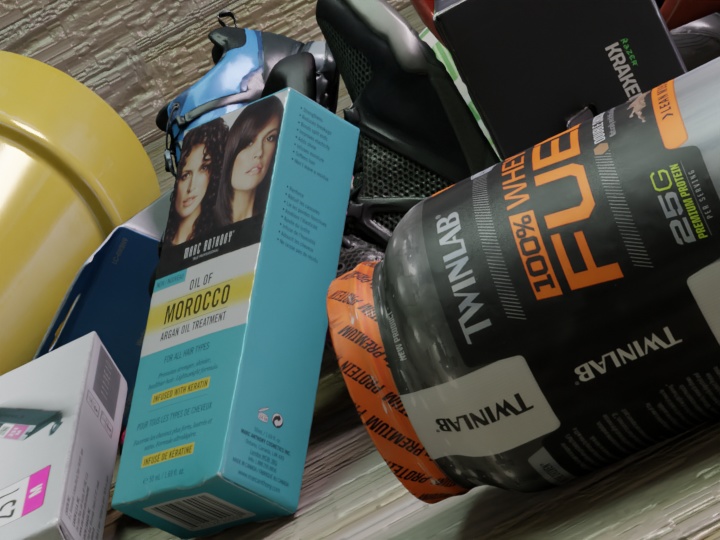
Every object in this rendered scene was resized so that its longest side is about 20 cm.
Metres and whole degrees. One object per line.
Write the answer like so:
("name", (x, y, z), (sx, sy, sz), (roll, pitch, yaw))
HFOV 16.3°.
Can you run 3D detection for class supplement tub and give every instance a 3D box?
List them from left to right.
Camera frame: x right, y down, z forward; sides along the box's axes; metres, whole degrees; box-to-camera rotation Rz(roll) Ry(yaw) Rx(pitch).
("supplement tub", (0.095, 0.006, 0.953), (0.199, 0.123, 0.123), (-26, 9, 14))

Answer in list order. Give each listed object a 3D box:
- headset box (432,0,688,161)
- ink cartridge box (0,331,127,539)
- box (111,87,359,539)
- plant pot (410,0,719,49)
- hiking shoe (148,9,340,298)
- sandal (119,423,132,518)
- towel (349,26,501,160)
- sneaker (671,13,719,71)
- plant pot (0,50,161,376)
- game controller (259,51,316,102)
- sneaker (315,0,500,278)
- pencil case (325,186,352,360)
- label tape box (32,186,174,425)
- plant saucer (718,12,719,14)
("headset box", (0.110, -0.070, 1.167), (0.092, 0.175, 0.200), (-26, 11, 6))
("ink cartridge box", (-0.208, 0.126, 1.286), (0.173, 0.044, 0.200), (-25, 23, 11))
("box", (-0.058, 0.020, 1.183), (0.082, 0.049, 0.201), (-19, 53, 44))
("plant pot", (0.147, -0.211, 1.361), (0.200, 0.202, 0.195), (-20, -2, 39))
("hiking shoe", (-0.082, -0.055, 1.418), (0.075, 0.086, 0.201), (92, -159, -53))
("sandal", (-0.097, 0.083, 1.322), (0.075, 0.045, 0.200), (-27, 9, 2))
("towel", (0.073, -0.098, 1.452), (0.153, 0.023, 0.200), (-44, 32, 2))
("sneaker", (0.150, -0.101, 1.599), (0.199, 0.076, 0.079), (-24, 34, 8))
("plant pot", (-0.244, -0.002, 1.524), (0.200, 0.201, 0.189), (-21, 27, 34))
("game controller", (-0.039, -0.013, 1.285), (0.042, 0.201, 0.105), (10, -36, -16))
("sneaker", (0.009, -0.045, 1.249), (0.114, 0.200, 0.076), (-29, -6, -4))
("pencil case", (0.000, 0.000, 1.386), (0.086, 0.083, 0.200), (-14, 8, -7))
("label tape box", (-0.112, 0.016, 1.495), (0.200, 0.066, 0.144), (-43, -13, -52))
("plant saucer", (0.170, -0.160, 1.642), (0.198, 0.031, 0.200), (-15, -27, -8))
